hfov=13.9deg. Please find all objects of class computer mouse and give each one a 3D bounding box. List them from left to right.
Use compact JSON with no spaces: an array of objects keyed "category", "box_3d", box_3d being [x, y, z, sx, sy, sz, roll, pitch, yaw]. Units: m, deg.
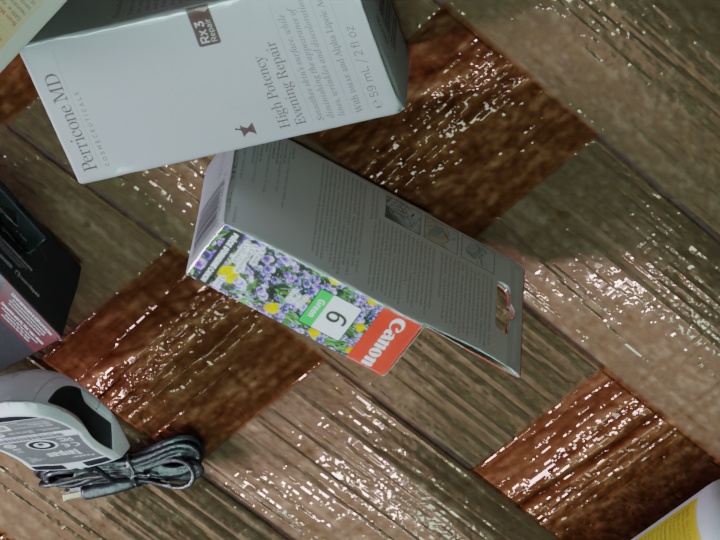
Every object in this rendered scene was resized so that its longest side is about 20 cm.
[{"category":"computer mouse","box_3d":[-0.179,0.096,1.819,0.109,0.044,0.200,-7,159,17]}]

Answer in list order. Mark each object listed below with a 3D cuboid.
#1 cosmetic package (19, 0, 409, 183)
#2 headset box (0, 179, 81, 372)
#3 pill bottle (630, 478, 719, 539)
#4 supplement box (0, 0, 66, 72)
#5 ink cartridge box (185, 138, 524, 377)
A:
[{"category":"cosmetic package","box_3d":[-0.081,-0.125,1.667,0.199,0.074,0.102,-14,124,14]},{"category":"headset box","box_3d":[-0.278,0.004,1.780,0.199,0.077,0.149,-27,120,25]},{"category":"pill bottle","box_3d":[0.223,0.200,1.857,0.112,0.112,0.200,39,122,-22]},{"category":"supplement box","box_3d":[-0.243,-0.155,1.593,0.200,0.073,0.126,-48,117,-12]},{"category":"ink cartridge box","box_3d":[0.000,0.000,1.729,0.199,0.109,0.050,28,125,-15]}]
